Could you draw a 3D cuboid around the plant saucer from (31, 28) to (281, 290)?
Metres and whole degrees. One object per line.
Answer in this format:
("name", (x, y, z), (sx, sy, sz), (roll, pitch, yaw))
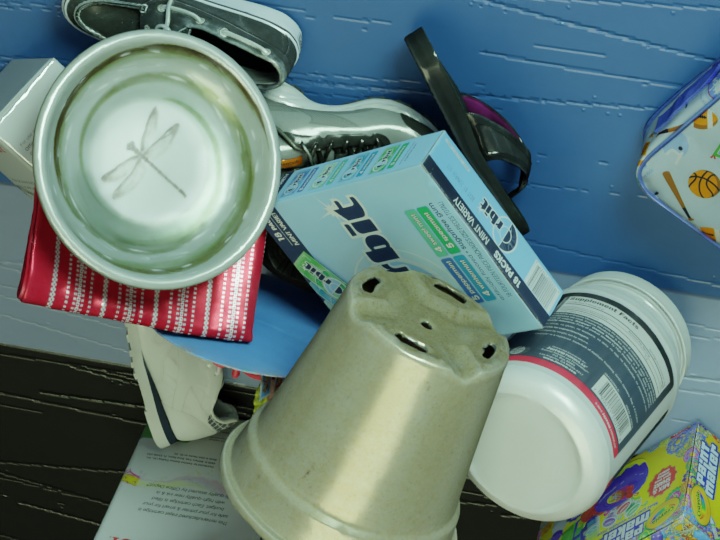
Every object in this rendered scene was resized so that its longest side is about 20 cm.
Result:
("plant saucer", (-0.161, -0.084, 1.577), (0.200, 0.200, 0.050), (39, 164, -17))

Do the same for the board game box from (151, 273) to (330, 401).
("board game box", (-0.093, 0.057, 1.701), (0.158, 0.200, 0.039), (23, 113, 22))

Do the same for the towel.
("towel", (-0.168, -0.028, 1.611), (0.199, 0.145, 0.022), (11, 173, -22))

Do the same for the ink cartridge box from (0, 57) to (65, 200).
("ink cartridge box", (-0.226, -0.081, 1.684), (0.200, 0.084, 0.145), (43, 168, -20))

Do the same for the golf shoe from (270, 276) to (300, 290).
("golf shoe", (-0.011, 0.080, 1.795), (0.199, 0.092, 0.075), (21, 131, -3))

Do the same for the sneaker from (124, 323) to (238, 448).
("sneaker", (-0.170, 0.072, 1.862), (0.080, 0.077, 0.201), (-11, 128, 4))

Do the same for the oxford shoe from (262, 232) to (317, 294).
("oxford shoe", (0.000, 0.000, 1.747), (0.199, 0.073, 0.084), (25, 171, -20))

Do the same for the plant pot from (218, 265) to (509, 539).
("plant pot", (0.018, 0.107, 1.540), (0.200, 0.201, 0.184), (24, 117, -4))

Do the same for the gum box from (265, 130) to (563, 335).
("gum box", (0.034, -0.016, 1.594), (0.200, 0.045, 0.170), (-13, 124, 46))

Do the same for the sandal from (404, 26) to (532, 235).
("sandal", (0.099, -0.110, 1.615), (0.048, 0.075, 0.201), (-28, 119, 5))

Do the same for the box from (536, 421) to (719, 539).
("box", (0.291, 0.275, 1.845), (0.192, 0.122, 0.200), (41, 130, -18))

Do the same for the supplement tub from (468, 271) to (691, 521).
("supplement tub", (0.175, 0.099, 1.659), (0.140, 0.200, 0.141), (17, 124, 26))

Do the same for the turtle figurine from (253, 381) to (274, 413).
("turtle figurine", (-0.014, 0.133, 1.849), (0.161, 0.065, 0.200), (13, 165, 14))

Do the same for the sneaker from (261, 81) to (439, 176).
("sneaker", (-0.027, -0.101, 1.653), (0.199, 0.079, 0.074), (11, 130, 6))

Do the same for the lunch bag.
("lunch bag", (0.314, -0.104, 1.548), (0.160, 0.076, 0.200), (37, 131, -12))

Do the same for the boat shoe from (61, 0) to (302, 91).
("boat shoe", (-0.149, -0.185, 1.625), (0.198, 0.068, 0.074), (18, 132, 2))

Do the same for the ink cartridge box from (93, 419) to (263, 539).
("ink cartridge box", (-0.152, 0.232, 1.894), (0.144, 0.200, 0.084), (7, 131, 12))
